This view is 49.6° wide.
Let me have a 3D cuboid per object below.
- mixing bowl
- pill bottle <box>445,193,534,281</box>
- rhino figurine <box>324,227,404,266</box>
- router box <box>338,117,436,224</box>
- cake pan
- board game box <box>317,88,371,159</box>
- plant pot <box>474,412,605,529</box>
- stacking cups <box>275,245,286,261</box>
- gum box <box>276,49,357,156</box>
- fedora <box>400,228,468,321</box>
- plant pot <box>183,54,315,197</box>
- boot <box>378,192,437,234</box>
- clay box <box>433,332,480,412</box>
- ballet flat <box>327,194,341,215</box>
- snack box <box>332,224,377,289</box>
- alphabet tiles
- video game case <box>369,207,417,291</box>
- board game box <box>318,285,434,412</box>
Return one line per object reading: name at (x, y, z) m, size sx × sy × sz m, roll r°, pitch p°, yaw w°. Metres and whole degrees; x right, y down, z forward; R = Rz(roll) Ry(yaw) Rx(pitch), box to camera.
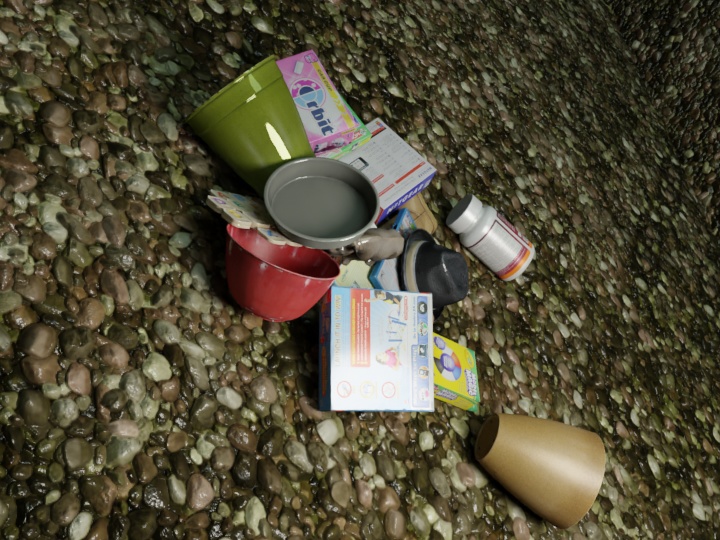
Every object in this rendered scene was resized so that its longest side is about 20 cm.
mixing bowl at (-0.140, 0.012, 1.265) m, size 0.197 × 0.110 × 0.201 m, roll 21°, pitch 17°, yaw -7°
pill bottle at (0.297, -0.077, 1.793) m, size 0.199 × 0.109 × 0.110 m, roll 40°, pitch 40°, yaw -14°
rhino figurine at (0.005, -0.045, 1.381) m, size 0.198 × 0.086 × 0.061 m, roll -2°, pitch 77°, yaw -54°
router box at (0.034, -0.211, 1.624) m, size 0.179 × 0.049 × 0.199 m, roll 43°, pitch 49°, yaw 12°
cake pan at (-0.066, -0.111, 1.312) m, size 0.195 × 0.037 × 0.203 m, roll 5°, pitch 48°, yaw -6°
board game box at (-0.092, -0.273, 1.556) m, size 0.198 × 0.029 × 0.135 m, roll -33°, pitch 79°, yaw -27°
plant pot at (0.319, 0.347, 1.449) m, size 0.197 × 0.187 × 0.188 m, roll 27°, pitch 43°, yaw -9°
stacking cups at (-0.094, -0.066, 1.436) m, size 0.061 × 0.060 × 0.199 m, roll 53°, pitch 38°, yaw 3°
gum box at (-0.101, -0.318, 1.519) m, size 0.112 × 0.066 × 0.202 m, roll -23°, pitch 74°, yaw -23°
fedora at (0.158, 0.008, 1.544) m, size 0.199 × 0.090 × 0.206 m, roll 13°, pitch 75°, yaw -59°
plant pot at (-0.182, -0.247, 1.409) m, size 0.195 × 0.198 × 0.201 m, roll 55°, pitch 37°, yaw -14°
boot at (0.073, -0.108, 1.633) m, size 0.176 × 0.066 × 0.200 m, roll 50°, pitch 40°, yaw -2°
clay box at (0.159, 0.189, 1.499) m, size 0.197 × 0.047 × 0.117 m, roll 24°, pitch 46°, yaw -28°
ballet flat at (-0.077, -0.120, 1.426) m, size 0.070 × 0.072 × 0.199 m, roll 5°, pitch 17°, yaw -41°
snack box at (0.000, 0.000, 1.464) m, size 0.117 × 0.037 × 0.201 m, roll 54°, pitch 39°, yaw -25°
alphabet tiles at (-0.164, -0.091, 1.338) m, size 0.198 × 0.015 × 0.195 m, roll 5°, pitch 25°, yaw -48°
video game case at (0.084, -0.004, 1.534) m, size 0.144 × 0.018 × 0.202 m, roll 59°, pitch 39°, yaw -32°
board game box at (0.028, 0.136, 1.314) m, size 0.192 × 0.056 × 0.205 m, roll 5°, pitch 78°, yaw -24°
